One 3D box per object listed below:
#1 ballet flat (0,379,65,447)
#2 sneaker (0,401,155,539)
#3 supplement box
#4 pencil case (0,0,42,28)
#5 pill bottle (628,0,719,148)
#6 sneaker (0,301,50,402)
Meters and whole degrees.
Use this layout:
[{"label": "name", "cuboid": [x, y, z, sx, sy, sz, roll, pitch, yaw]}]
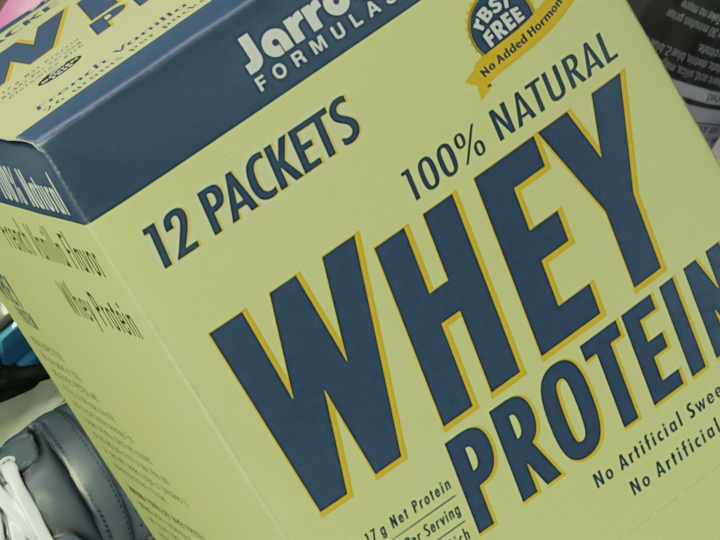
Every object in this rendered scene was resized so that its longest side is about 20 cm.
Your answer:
[{"label": "ballet flat", "cuboid": [-0.111, 0.067, 0.999, 0.200, 0.069, 0.069, -62, 3, 22]}, {"label": "sneaker", "cuboid": [-0.135, 0.093, 0.913, 0.200, 0.070, 0.108, -35, -20, 10]}, {"label": "supplement box", "cuboid": [0.002, 0.009, 0.735, 0.134, 0.200, 0.200, -35, 15, -13]}, {"label": "pencil case", "cuboid": [-0.064, -0.074, 1.106, 0.091, 0.094, 0.200, -19, -14, 34]}, {"label": "pill bottle", "cuboid": [0.069, -0.068, 0.932, 0.200, 0.106, 0.106, -60, 6, 19]}, {"label": "sneaker", "cuboid": [-0.168, 0.037, 0.956, 0.200, 0.082, 0.073, -40, -23, 15]}]
